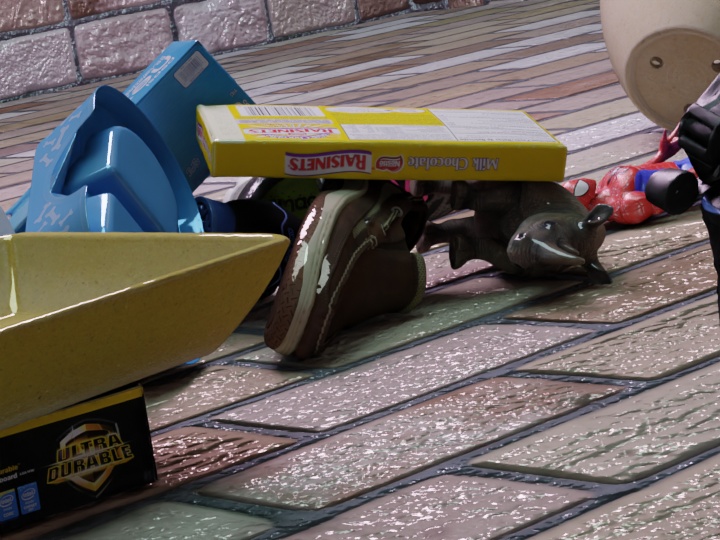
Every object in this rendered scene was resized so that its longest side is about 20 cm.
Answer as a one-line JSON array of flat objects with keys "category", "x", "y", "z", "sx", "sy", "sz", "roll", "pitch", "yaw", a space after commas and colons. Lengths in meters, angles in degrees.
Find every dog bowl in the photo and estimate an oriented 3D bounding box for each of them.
[{"category": "dog bowl", "x": -0.134, "y": -0.017, "z": 1.227, "sx": 0.049, "sy": 0.112, "sz": 0.200, "roll": -27, "pitch": 32, "yaw": 16}]

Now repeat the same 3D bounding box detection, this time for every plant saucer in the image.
[{"category": "plant saucer", "x": -0.161, "y": 0.027, "z": 0.985, "sx": 0.199, "sy": 0.049, "sz": 0.199, "roll": 1, "pitch": 13, "yaw": 42}]

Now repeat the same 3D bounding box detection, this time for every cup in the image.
[{"category": "cup", "x": 0.272, "y": -0.187, "z": 1.774, "sx": 0.199, "sy": 0.201, "sz": 0.144, "roll": -5, "pitch": 37, "yaw": 27}]

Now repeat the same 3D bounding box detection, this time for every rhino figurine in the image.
[{"category": "rhino figurine", "x": 0.093, "y": -0.025, "z": 1.290, "sx": 0.087, "sy": 0.060, "sz": 0.200, "roll": 3, "pitch": 9, "yaw": -15}]

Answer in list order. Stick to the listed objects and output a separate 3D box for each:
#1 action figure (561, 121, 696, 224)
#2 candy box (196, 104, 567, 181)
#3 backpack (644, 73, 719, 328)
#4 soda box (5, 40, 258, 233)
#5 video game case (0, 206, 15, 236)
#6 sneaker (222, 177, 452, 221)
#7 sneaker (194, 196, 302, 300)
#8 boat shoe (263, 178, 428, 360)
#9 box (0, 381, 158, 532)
[{"category": "action figure", "x": 0.213, "y": -0.064, "z": 1.450, "sx": 0.199, "sy": 0.052, "sz": 0.065, "roll": -16, "pitch": 15, "yaw": -22}, {"category": "candy box", "x": 0.009, "y": -0.073, "z": 1.288, "sx": 0.199, "sy": 0.027, "sz": 0.102, "roll": 1, "pitch": 17, "yaw": -9}, {"category": "backpack", "x": 0.233, "y": -0.005, "z": 0.764, "sx": 0.199, "sy": 0.155, "sz": 0.190, "roll": 8, "pitch": 27, "yaw": 44}, {"category": "soda box", "x": -0.152, "y": -0.045, "z": 1.348, "sx": 0.200, "sy": 0.064, "sz": 0.068, "roll": -46, "pitch": 17, "yaw": -8}, {"category": "video game case", "x": -0.296, "y": 0.036, "z": 1.147, "sx": 0.200, "sy": 0.046, "sz": 0.181, "roll": -33, "pitch": -3, "yaw": 32}, {"category": "sneaker", "x": 0.000, "y": -0.053, "z": 1.523, "sx": 0.199, "sy": 0.074, "sz": 0.087, "roll": -14, "pitch": 9, "yaw": 5}, {"category": "sneaker", "x": -0.091, "y": -0.009, "z": 1.397, "sx": 0.077, "sy": 0.071, "sz": 0.200, "roll": 10, "pitch": -4, "yaw": -22}, {"category": "boat shoe", "x": 0.002, "y": -0.005, "z": 1.238, "sx": 0.074, "sy": 0.075, "sz": 0.203, "roll": 21, "pitch": 27, "yaw": 1}, {"category": "box", "x": -0.206, "y": 0.083, "z": 0.999, "sx": 0.159, "sy": 0.050, "sz": 0.200, "roll": -14, "pitch": 10, "yaw": -34}]
